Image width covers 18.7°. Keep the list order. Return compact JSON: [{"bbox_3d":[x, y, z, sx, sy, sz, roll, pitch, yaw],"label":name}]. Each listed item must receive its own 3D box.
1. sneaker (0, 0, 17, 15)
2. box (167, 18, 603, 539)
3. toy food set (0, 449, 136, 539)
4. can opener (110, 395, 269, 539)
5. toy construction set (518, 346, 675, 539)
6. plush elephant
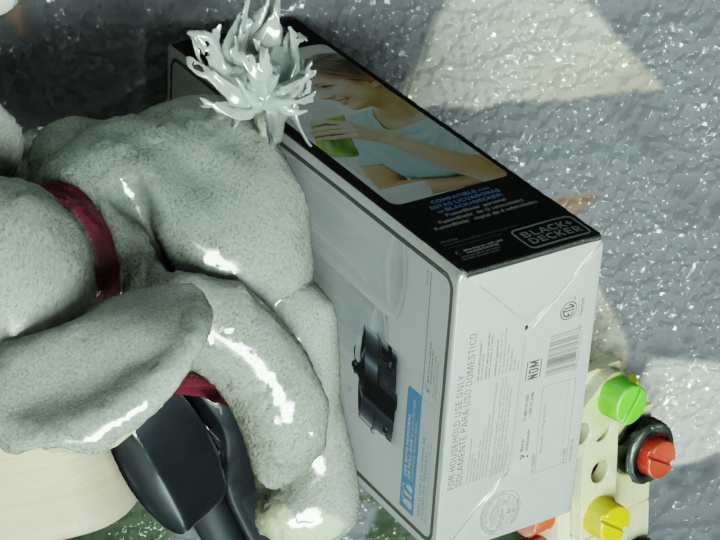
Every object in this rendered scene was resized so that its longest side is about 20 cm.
[{"bbox_3d":[-0.186,-0.171,0.723,0.130,0.080,0.201,-14,113,-10],"label":"sneaker"},{"bbox_3d":[0.000,0.000,0.799,0.060,0.200,0.117,-15,126,-29],"label":"box"},{"bbox_3d":[-0.195,0.045,0.865,0.199,0.060,0.144,-12,111,-11],"label":"toy food set"},{"bbox_3d":[-0.059,0.092,0.924,0.079,0.063,0.200,-46,140,-21],"label":"can opener"},{"bbox_3d":[0.070,0.108,0.951,0.131,0.092,0.201,-20,135,-34],"label":"toy construction set"},{"bbox_3d":[-0.094,0.011,0.728,0.154,0.165,0.201,-21,143,-27],"label":"plush elephant"}]
